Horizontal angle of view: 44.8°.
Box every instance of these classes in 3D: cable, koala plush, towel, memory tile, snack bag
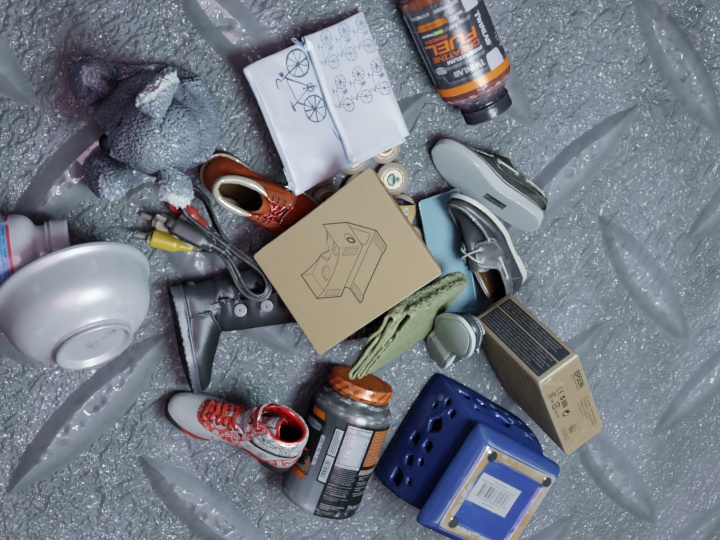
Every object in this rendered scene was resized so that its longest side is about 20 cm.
[{"bbox_3d":[-0.197,-0.038,1.171,0.200,0.050,0.097,33,77,-16],"label":"cable"},{"bbox_3d":[-0.243,-0.168,1.044,0.183,0.200,0.178,-9,107,-17],"label":"koala plush"},{"bbox_3d":[0.068,0.072,1.224,0.036,0.200,0.148,46,126,14],"label":"towel"},{"bbox_3d":[0.006,-0.092,1.251,0.153,0.017,0.200,-20,111,-12],"label":"memory tile"},{"bbox_3d":[-0.043,-0.223,1.164,0.200,0.021,0.189,-29,108,-24],"label":"snack bag"}]

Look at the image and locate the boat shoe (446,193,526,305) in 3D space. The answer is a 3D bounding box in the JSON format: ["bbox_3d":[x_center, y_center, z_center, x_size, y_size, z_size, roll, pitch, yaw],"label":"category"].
[{"bbox_3d":[0.180,-0.030,1.280,0.068,0.072,0.200,-50,126,-21],"label":"boat shoe"}]

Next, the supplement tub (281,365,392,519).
[{"bbox_3d":[-0.030,0.249,1.278,0.122,0.123,0.200,17,99,-22],"label":"supplement tub"}]

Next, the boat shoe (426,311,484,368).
[{"bbox_3d":[0.145,0.091,1.266,0.060,0.200,0.076,-29,84,-14],"label":"boat shoe"}]

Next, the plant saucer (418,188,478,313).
[{"bbox_3d":[0.130,-0.020,1.308,0.070,0.019,0.200,-20,113,-22],"label":"plant saucer"}]

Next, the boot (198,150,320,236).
[{"bbox_3d":[-0.120,-0.081,1.161,0.200,0.107,0.075,26,100,-25],"label":"boot"}]

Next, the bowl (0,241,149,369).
[{"bbox_3d":[-0.341,0.060,1.075,0.201,0.201,0.090,-25,67,-11],"label":"bowl"}]

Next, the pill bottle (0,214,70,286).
[{"bbox_3d":[-0.457,-0.010,1.066,0.200,0.109,0.109,-8,107,-16],"label":"pill bottle"}]

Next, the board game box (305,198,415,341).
[{"bbox_3d":[0.000,0.000,1.223,0.135,0.035,0.200,-5,114,-40],"label":"board game box"}]

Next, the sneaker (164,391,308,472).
[{"bbox_3d":[-0.167,0.203,1.204,0.201,0.108,0.067,27,51,-4],"label":"sneaker"}]

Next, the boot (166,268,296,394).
[{"bbox_3d":[-0.155,0.075,1.223,0.200,0.066,0.165,-13,111,-20],"label":"boot"}]

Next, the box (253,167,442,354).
[{"bbox_3d":[-0.019,-0.010,1.135,0.200,0.021,0.164,-35,88,16],"label":"box"}]

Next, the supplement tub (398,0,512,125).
[{"bbox_3d":[0.138,-0.301,1.188,0.107,0.107,0.200,-33,112,-8],"label":"supplement tub"}]

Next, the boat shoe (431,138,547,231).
[{"bbox_3d":[0.191,-0.136,1.281,0.200,0.071,0.064,36,59,-16],"label":"boat shoe"}]

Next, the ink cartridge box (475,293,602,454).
[{"bbox_3d":[0.265,0.154,1.298,0.075,0.165,0.200,-35,134,-6],"label":"ink cartridge box"}]

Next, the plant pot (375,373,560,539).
[{"bbox_3d":[0.170,0.308,1.333,0.200,0.180,0.200,30,95,-24],"label":"plant pot"}]
